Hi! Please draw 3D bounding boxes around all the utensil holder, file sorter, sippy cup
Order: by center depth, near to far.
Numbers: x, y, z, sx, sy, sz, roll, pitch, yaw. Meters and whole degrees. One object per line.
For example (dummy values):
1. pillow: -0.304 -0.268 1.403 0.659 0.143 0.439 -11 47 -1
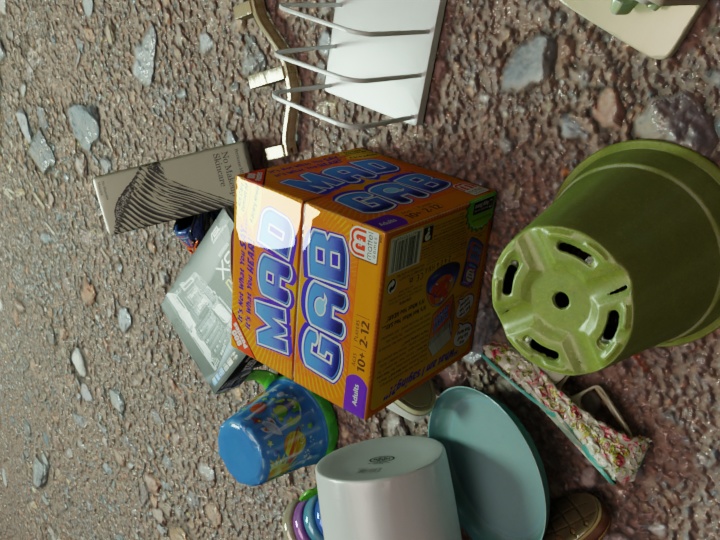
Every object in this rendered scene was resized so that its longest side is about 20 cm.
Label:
1. file sorter: -0.006 -0.262 0.820 0.138 0.124 0.201 28 122 32
2. utensil holder: 0.039 0.315 0.926 0.169 0.169 0.202 -6 95 42
3. sippy cup: -0.122 0.228 1.090 0.177 0.130 0.141 17 116 35

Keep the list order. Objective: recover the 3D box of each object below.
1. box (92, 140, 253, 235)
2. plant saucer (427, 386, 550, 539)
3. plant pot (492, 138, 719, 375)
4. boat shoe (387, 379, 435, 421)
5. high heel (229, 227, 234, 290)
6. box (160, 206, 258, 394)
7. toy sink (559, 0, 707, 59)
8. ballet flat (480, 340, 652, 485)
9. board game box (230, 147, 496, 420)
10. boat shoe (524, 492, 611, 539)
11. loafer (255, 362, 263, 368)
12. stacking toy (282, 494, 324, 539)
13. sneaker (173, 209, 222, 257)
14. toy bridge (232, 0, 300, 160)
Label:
1. box: -0.238 -0.110 1.034 0.198 0.068 0.083 -15 100 -2
2. plant saucer: 0.147 0.226 0.894 0.200 0.027 0.202 30 126 51
3. plant pot: 0.212 0.001 0.678 0.199 0.189 0.202 15 114 36
4. boat shoe: 0.014 0.123 0.980 0.200 0.074 0.069 42 134 32
5. high heel: -0.099 -0.040 0.939 0.095 0.201 0.068 -1 134 5
6. box: -0.169 0.040 1.036 0.158 0.050 0.200 54 124 19
7. toy sink: 0.225 -0.280 0.619 0.130 0.112 0.201 42 128 23
8. ballet flat: 0.215 0.132 0.817 0.200 0.076 0.064 44 98 15
9. board game box: 0.000 0.000 0.855 0.199 0.199 0.201 22 118 33
10. boat shoe: 0.214 0.321 0.881 0.067 0.072 0.201 30 121 -11
11. loafer: -0.123 0.091 1.083 0.200 0.070 0.068 -34 81 42
12. stacking toy: -0.016 0.330 1.079 0.199 0.085 0.086 -32 83 36
13. sneaker: -0.229 -0.047 1.122 0.075 0.078 0.202 0 105 42
14. toy bridge: -0.109 -0.243 0.982 0.067 0.027 0.202 -4 102 39
